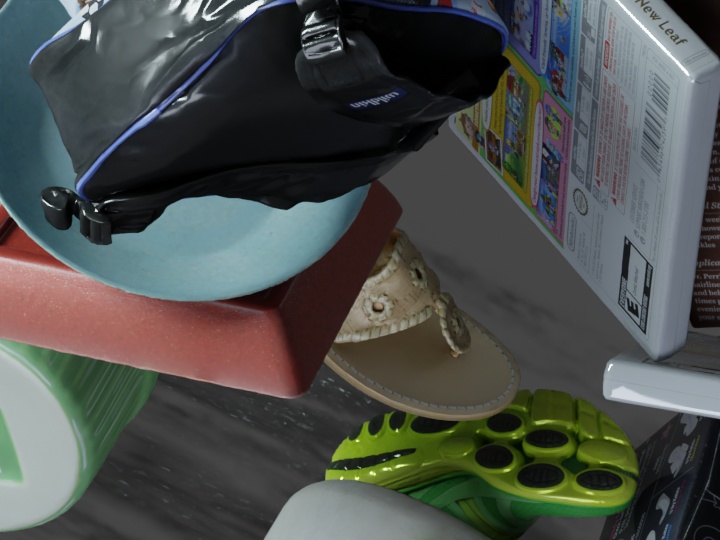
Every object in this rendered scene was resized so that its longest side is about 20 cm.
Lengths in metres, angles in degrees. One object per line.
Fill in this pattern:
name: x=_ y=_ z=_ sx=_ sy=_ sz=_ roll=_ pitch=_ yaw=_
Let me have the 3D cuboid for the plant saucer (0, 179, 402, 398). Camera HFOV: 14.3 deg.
plant saucer: x=-0.096 y=-0.019 z=1.444 sx=0.199 sy=0.200 sz=0.037 roll=12 pitch=121 yaw=11

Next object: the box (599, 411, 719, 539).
box: x=0.233 y=0.174 z=1.540 sx=0.200 sy=0.132 sz=0.115 roll=33 pitch=138 yaw=-10

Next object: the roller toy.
roller toy: x=0.013 y=0.218 z=1.583 sx=0.182 sy=0.140 sz=0.200 roll=16 pitch=154 yaw=32

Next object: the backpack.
backpack: x=-0.036 y=-0.108 z=1.309 sx=0.190 sy=0.154 sz=0.200 roll=9 pitch=148 yaw=-46

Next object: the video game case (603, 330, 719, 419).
video game case: x=0.230 y=0.062 z=1.420 sx=0.200 sy=0.182 sz=0.023 roll=9 pitch=96 yaw=13

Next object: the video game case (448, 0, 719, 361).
video game case: x=0.100 y=-0.081 z=1.334 sx=0.182 sy=0.022 sz=0.200 roll=51 pitch=157 yaw=32

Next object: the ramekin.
ramekin: x=-0.222 y=0.056 z=1.628 sx=0.200 sy=0.098 sz=0.200 roll=11 pitch=135 yaw=11

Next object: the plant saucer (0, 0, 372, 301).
plant saucer: x=-0.092 y=-0.068 z=1.399 sx=0.201 sy=0.201 sz=0.039 roll=23 pitch=151 yaw=-1

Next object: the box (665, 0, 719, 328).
box: x=0.189 y=-0.070 z=1.344 sx=0.100 sy=0.075 sz=0.200 roll=-1 pitch=130 yaw=21

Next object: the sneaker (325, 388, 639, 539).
sneaker: x=0.076 y=0.117 z=1.594 sx=0.200 sy=0.074 sz=0.084 roll=-4 pitch=135 yaw=39

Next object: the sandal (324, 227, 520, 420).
sandal: x=-0.002 y=0.004 z=1.510 sx=0.211 sy=0.078 sz=0.070 roll=30 pitch=142 yaw=0
